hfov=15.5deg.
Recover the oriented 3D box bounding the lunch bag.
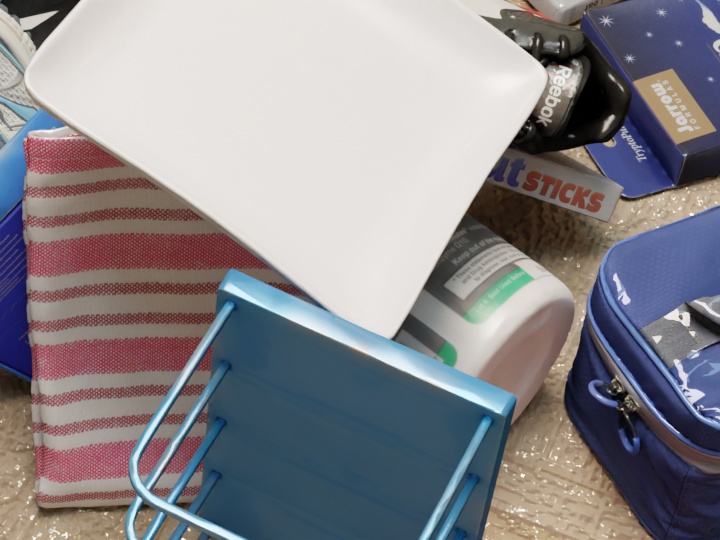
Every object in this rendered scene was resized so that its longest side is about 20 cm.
[{"bbox_3d":[0.200,0.039,1.335,0.200,0.132,0.136,-20,56,-24],"label":"lunch bag"}]

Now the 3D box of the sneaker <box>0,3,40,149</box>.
[{"bbox_3d":[-0.190,-0.072,1.346,0.077,0.200,0.087,-19,54,30],"label":"sneaker"}]

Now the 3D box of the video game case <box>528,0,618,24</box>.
[{"bbox_3d":[0.129,-0.247,1.635,0.182,0.022,0.200,-27,58,-27],"label":"video game case"}]

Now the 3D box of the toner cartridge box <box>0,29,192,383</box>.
[{"bbox_3d":[-0.129,-0.038,1.298,0.200,0.095,0.043,-44,45,14],"label":"toner cartridge box"}]

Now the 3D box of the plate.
[{"bbox_3d":[-0.033,-0.082,1.217,0.200,0.032,0.200,36,51,-5],"label":"plate"}]

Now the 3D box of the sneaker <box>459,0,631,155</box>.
[{"bbox_3d":[0.060,-0.108,1.343,0.200,0.071,0.098,18,9,-39],"label":"sneaker"}]

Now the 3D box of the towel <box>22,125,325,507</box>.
[{"bbox_3d":[-0.087,0.024,1.271,0.146,0.201,0.030,-2,22,-8],"label":"towel"}]

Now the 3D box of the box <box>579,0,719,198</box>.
[{"bbox_3d":[0.211,-0.115,1.532,0.200,0.032,0.121,-17,55,-20],"label":"box"}]

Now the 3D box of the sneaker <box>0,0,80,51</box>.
[{"bbox_3d":[-0.123,-0.138,1.429,0.199,0.073,0.112,-8,49,21],"label":"sneaker"}]

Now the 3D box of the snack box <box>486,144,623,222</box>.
[{"bbox_3d":[0.044,-0.070,1.392,0.200,0.024,0.072,17,12,-37],"label":"snack box"}]

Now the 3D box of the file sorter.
[{"bbox_3d":[-0.030,0.126,1.187,0.139,0.200,0.123,24,55,12],"label":"file sorter"}]

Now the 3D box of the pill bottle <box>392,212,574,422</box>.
[{"bbox_3d":[0.000,0.000,1.349,0.200,0.113,0.113,37,55,20],"label":"pill bottle"}]
